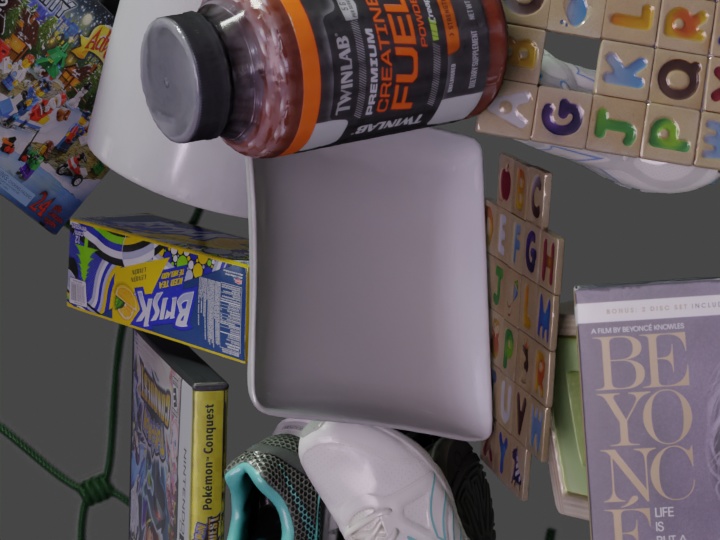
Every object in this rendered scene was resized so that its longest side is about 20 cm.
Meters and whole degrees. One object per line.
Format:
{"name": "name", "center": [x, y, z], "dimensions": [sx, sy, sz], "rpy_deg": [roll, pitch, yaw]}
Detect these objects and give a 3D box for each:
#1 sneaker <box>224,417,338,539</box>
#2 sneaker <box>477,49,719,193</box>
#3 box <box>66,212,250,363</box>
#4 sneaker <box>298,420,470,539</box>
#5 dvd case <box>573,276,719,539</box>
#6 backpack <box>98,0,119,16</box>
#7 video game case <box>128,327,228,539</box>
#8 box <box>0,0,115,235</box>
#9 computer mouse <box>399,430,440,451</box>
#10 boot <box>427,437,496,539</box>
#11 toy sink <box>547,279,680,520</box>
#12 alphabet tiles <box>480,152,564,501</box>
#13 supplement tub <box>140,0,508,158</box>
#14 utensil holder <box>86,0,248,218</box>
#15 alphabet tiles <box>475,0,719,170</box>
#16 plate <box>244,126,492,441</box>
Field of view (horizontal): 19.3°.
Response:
{"name": "sneaker", "center": [-0.054, 0.196, 1.325], "dimensions": [0.077, 0.091, 0.200], "rpy_deg": [-2, 94, 32]}
{"name": "sneaker", "center": [0.129, -0.095, 1.299], "dimensions": [0.200, 0.087, 0.075], "rpy_deg": [20, 104, 19]}
{"name": "box", "center": [-0.110, 0.009, 1.387], "dimensions": [0.200, 0.070, 0.064], "rpy_deg": [15, 105, 47]}
{"name": "sneaker", "center": [0.030, 0.173, 1.281], "dimensions": [0.070, 0.080, 0.200], "rpy_deg": [-34, 100, 34]}
{"name": "dvd case", "center": [0.197, 0.103, 1.154], "dimensions": [0.148, 0.016, 0.200], "rpy_deg": [-4, 96, 7]}
{"name": "backpack", "center": [-0.236, -0.202, 1.416], "dimensions": [0.127, 0.167, 0.200], "rpy_deg": [43, 116, 33]}
{"name": "video game case", "center": [-0.124, 0.141, 1.401], "dimensions": [0.025, 0.200, 0.181], "rpy_deg": [-1, 100, -17]}
{"name": "box", "center": [-0.215, -0.123, 1.361], "dimensions": [0.038, 0.200, 0.137], "rpy_deg": [38, 87, 34]}
{"name": "computer mouse", "center": [0.006, 0.066, 1.400], "dimensions": [0.138, 0.053, 0.200], "rpy_deg": [-5, 108, 22]}
{"name": "boot", "center": [-0.011, 0.190, 1.395], "dimensions": [0.200, 0.073, 0.182], "rpy_deg": [2, 115, 24]}
{"name": "toy sink", "center": [0.189, 0.079, 1.228], "dimensions": [0.200, 0.112, 0.131], "rpy_deg": [-178, 77, -67]}
{"name": "alphabet tiles", "center": [0.094, 0.032, 1.303], "dimensions": [0.006, 0.166, 0.200], "rpy_deg": [1, 100, -12]}
{"name": "supplement tub", "center": [-0.022, -0.122, 1.203], "dimensions": [0.107, 0.200, 0.107], "rpy_deg": [31, 128, 51]}
{"name": "utensil holder", "center": [-0.072, -0.152, 1.333], "dimensions": [0.170, 0.170, 0.200], "rpy_deg": [24, 108, 19]}
{"name": "alphabet tiles", "center": [0.164, -0.168, 1.267], "dimensions": [0.167, 0.008, 0.200], "rpy_deg": [8, 88, -4]}
{"name": "plate", "center": [0.000, 0.000, 1.291], "dimensions": [0.032, 0.199, 0.200], "rpy_deg": [-16, 71, 44]}
